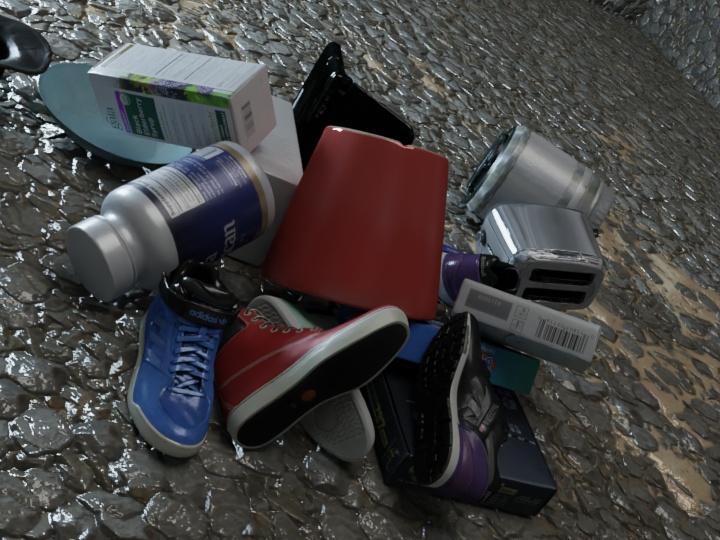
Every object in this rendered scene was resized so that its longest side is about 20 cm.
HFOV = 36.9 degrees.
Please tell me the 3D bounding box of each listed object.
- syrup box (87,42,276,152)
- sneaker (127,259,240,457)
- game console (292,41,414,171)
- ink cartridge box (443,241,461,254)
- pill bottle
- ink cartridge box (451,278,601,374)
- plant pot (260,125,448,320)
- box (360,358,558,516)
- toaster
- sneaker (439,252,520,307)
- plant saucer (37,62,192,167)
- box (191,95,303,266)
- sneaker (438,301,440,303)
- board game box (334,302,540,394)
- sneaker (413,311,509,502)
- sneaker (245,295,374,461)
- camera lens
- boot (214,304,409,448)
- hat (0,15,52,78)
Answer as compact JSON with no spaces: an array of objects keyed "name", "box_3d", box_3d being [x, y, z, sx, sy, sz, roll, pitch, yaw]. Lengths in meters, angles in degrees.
[{"name":"syrup box","box_3d":[-0.201,-0.194,1.217,0.199,0.079,0.082,13,43,25]},{"name":"sneaker","box_3d":[-0.160,0.070,1.002,0.076,0.111,0.200,21,31,-22]},{"name":"game console","box_3d":[-0.034,-0.164,1.407,0.116,0.200,0.176,23,29,-20]},{"name":"ink cartridge box","box_3d":[0.038,-0.059,1.429,0.119,0.042,0.200,17,15,-42]},{"name":"pill bottle","box_3d":[-0.195,-0.048,1.106,0.200,0.111,0.111,-31,66,-34]},{"name":"ink cartridge box","box_3d":[0.185,0.081,1.256,0.159,0.047,0.200,19,-16,10]},{"name":"plant pot","box_3d":[0.008,-0.055,1.186,0.199,0.178,0.200,15,2,-1]},{"name":"box","box_3d":[0.103,0.177,1.177,0.199,0.051,0.158,18,33,-26]},{"name":"toaster","box_3d":[0.271,-0.018,1.573,0.199,0.114,0.130,6,40,-15]},{"name":"sneaker","box_3d":[0.168,0.028,1.369,0.200,0.087,0.076,28,60,-61]},{"name":"plant saucer","box_3d":[-0.303,-0.180,1.319,0.200,0.039,0.201,26,28,-15]},{"name":"box","box_3d":[-0.143,-0.123,1.307,0.097,0.125,0.200,21,31,-22]},{"name":"sneaker","box_3d":[0.001,-0.003,1.347,0.199,0.060,0.104,35,12,20]},{"name":"board game box","box_3d":[0.083,0.083,1.240,0.199,0.045,0.152,17,1,-28]},{"name":"sneaker","box_3d":[0.109,0.141,1.102,0.087,0.076,0.201,27,53,-24]},{"name":"sneaker","box_3d":[-0.027,0.106,1.130,0.201,0.074,0.118,54,23,22]},{"name":"camera lens","box_3d":[0.279,-0.120,1.712,0.199,0.160,0.160,33,28,-2]},{"name":"boot","box_3d":[-0.060,0.063,1.050,0.145,0.199,0.073,60,1,42]},{"name":"hat","box_3d":[-0.455,-0.240,1.212,0.200,0.081,0.201,21,24,-10]}]
